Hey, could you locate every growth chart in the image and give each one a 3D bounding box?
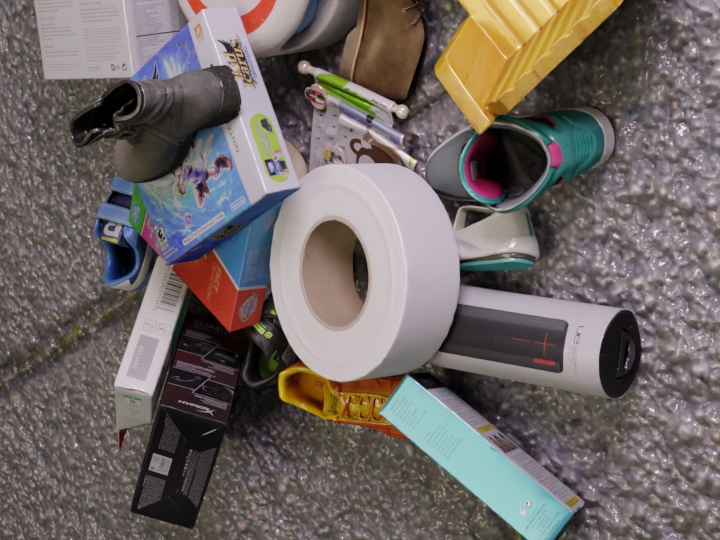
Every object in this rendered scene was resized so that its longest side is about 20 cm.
[{"bbox_3d":[-0.001,-0.096,1.356,0.144,0.018,0.202,22,130,26],"label":"growth chart"}]

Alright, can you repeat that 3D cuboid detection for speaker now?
[{"bbox_3d":[0.153,0.062,1.265,0.198,0.081,0.082,9,108,38],"label":"speaker"}]

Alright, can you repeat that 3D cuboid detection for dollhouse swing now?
[{"bbox_3d":[0.119,-0.264,1.133,0.176,0.182,0.200,43,124,-8],"label":"dollhouse swing"}]

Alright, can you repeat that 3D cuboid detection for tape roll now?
[{"bbox_3d":[0.000,0.000,1.299,0.201,0.070,0.205,7,99,49],"label":"tape roll"}]

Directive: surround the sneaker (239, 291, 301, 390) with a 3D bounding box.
[{"bbox_3d":[-0.075,0.050,1.451,0.071,0.082,0.201,38,125,23],"label":"sneaker"}]

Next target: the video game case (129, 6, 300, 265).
[{"bbox_3d":[-0.154,-0.123,1.322,0.199,0.045,0.183,-30,77,49],"label":"video game case"}]

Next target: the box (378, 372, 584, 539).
[{"bbox_3d":[0.115,0.177,1.303,0.199,0.082,0.049,39,98,16],"label":"box"}]

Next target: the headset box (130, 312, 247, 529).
[{"bbox_3d":[-0.184,0.155,1.519,0.076,0.201,0.150,17,119,-5],"label":"headset box"}]

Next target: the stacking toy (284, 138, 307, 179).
[{"bbox_3d":[-0.133,-0.054,1.478,0.086,0.085,0.200,51,133,16],"label":"stacking toy"}]

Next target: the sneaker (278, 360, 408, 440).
[{"bbox_3d":[0.005,0.138,1.412,0.198,0.077,0.074,8,107,30],"label":"sneaker"}]

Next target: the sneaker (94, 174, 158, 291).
[{"bbox_3d":[-0.255,-0.069,1.572,0.073,0.082,0.203,13,109,38],"label":"sneaker"}]

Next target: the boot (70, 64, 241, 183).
[{"bbox_3d":[-0.208,-0.131,1.246,0.199,0.130,0.068,-29,77,48],"label":"boot"}]

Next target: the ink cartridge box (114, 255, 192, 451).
[{"bbox_3d":[-0.227,0.099,1.533,0.049,0.162,0.201,14,152,1],"label":"ink cartridge box"}]

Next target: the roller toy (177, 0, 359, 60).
[{"bbox_3d":[-0.089,-0.301,1.324,0.181,0.139,0.203,5,105,39],"label":"roller toy"}]

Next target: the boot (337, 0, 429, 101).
[{"bbox_3d":[0.037,-0.252,1.290,0.075,0.074,0.202,22,124,16],"label":"boot"}]

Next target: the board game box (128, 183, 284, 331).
[{"bbox_3d":[-0.162,-0.059,1.424,0.200,0.040,0.154,43,135,33],"label":"board game box"}]

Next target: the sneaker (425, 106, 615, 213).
[{"bbox_3d":[0.113,-0.092,1.226,0.199,0.120,0.085,-13,95,42],"label":"sneaker"}]

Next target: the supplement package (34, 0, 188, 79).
[{"bbox_3d":[-0.240,-0.308,1.442,0.151,0.150,0.203,6,106,40],"label":"supplement package"}]

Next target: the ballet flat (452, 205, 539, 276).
[{"bbox_3d":[0.088,-0.025,1.310,0.199,0.069,0.070,-11,95,45],"label":"ballet flat"}]
